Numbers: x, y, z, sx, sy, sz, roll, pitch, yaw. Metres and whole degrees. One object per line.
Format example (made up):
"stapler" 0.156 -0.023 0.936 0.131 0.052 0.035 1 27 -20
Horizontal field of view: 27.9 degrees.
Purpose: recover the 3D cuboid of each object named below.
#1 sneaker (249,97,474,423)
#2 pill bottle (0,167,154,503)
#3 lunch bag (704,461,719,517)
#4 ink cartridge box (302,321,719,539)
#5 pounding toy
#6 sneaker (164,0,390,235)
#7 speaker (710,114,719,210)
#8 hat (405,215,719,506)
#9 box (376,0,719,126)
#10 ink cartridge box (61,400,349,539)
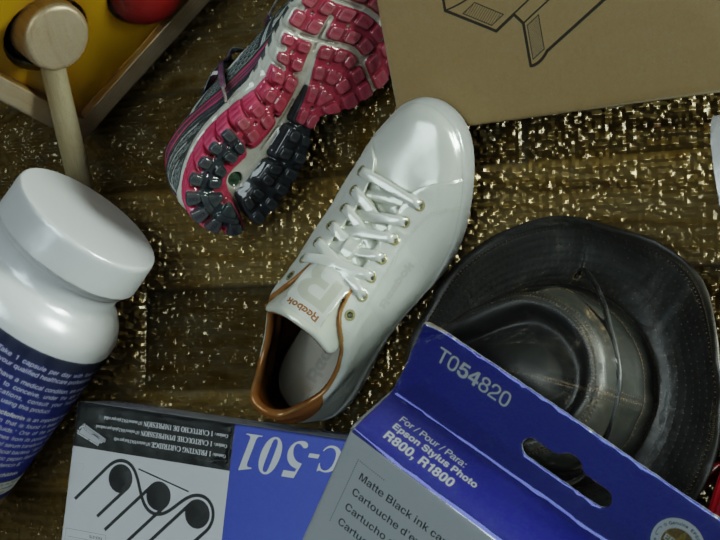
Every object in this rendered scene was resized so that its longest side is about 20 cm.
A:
"sneaker" 0.000 0.000 0.797 0.072 0.085 0.202 28 103 19
"pill bottle" -0.217 0.044 0.871 0.116 0.115 0.201 45 107 21
"lunch bag" 0.231 0.145 0.702 0.175 0.082 0.202 17 89 28
"ink cartridge box" 0.064 0.160 0.708 0.199 0.041 0.201 33 119 19
"pounding toy" -0.184 -0.156 0.870 0.200 0.184 0.142 -46 57 11
"sneaker" -0.046 -0.119 0.852 0.200 0.081 0.075 -48 39 3
"speaker" 0.273 -0.055 0.704 0.198 0.081 0.082 -10 80 22
"hat" 0.083 0.057 0.747 0.199 0.081 0.203 -9 75 40
"box" 0.095 -0.165 0.765 0.198 0.021 0.165 -5 102 32
"ink cartridge box" -0.078 0.134 0.850 0.198 0.044 0.095 6 88 23
